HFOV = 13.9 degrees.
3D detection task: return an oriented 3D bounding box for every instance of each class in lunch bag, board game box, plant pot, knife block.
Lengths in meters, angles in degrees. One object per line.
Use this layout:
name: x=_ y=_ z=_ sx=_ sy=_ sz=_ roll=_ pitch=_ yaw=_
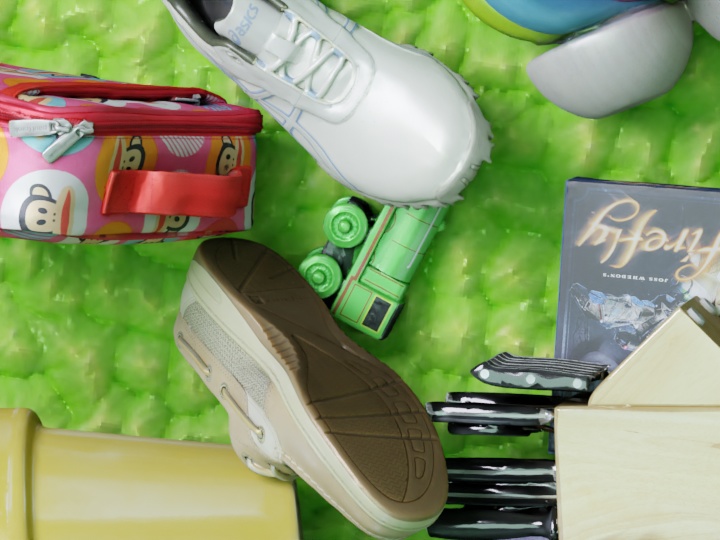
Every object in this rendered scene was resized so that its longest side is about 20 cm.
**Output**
lunch bag: x=-0.139 y=-0.052 z=1.401 sx=0.176 sy=0.200 sz=0.082 roll=11 pitch=97 yaw=28
board game box: x=0.194 y=0.030 z=1.418 sx=0.200 sy=0.035 sz=0.136 roll=4 pitch=96 yaw=14
plant pot: x=-0.119 y=0.161 z=1.438 sx=0.188 sy=0.201 sz=0.201 roll=-7 pitch=93 yaw=-2
knife block: x=0.128 y=0.107 z=1.390 sx=0.200 sy=0.064 sz=0.176 roll=45 pitch=104 yaw=7

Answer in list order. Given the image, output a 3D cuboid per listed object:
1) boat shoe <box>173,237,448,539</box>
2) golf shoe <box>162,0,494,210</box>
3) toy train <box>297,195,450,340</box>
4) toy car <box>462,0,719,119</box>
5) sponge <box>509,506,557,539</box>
boat shoe: x=-0.028 y=0.066 z=1.397 sx=0.200 sy=0.072 sz=0.065 roll=49 pitch=125 yaw=38
golf shoe: x=-0.028 y=-0.096 z=1.405 sx=0.200 sy=0.097 sz=0.078 roll=35 pitch=98 yaw=30
toy train: x=0.000 y=0.000 z=1.464 sx=0.056 sy=0.042 sz=0.200 roll=28 pitch=101 yaw=1
toy car: x=0.127 y=-0.171 z=1.360 sx=0.200 sy=0.150 sz=0.175 roll=-21 pitch=89 yaw=15
sponge: x=0.114 y=0.208 z=1.455 sx=0.112 sy=0.030 sz=0.200 roll=-41 pitch=84 yaw=13
